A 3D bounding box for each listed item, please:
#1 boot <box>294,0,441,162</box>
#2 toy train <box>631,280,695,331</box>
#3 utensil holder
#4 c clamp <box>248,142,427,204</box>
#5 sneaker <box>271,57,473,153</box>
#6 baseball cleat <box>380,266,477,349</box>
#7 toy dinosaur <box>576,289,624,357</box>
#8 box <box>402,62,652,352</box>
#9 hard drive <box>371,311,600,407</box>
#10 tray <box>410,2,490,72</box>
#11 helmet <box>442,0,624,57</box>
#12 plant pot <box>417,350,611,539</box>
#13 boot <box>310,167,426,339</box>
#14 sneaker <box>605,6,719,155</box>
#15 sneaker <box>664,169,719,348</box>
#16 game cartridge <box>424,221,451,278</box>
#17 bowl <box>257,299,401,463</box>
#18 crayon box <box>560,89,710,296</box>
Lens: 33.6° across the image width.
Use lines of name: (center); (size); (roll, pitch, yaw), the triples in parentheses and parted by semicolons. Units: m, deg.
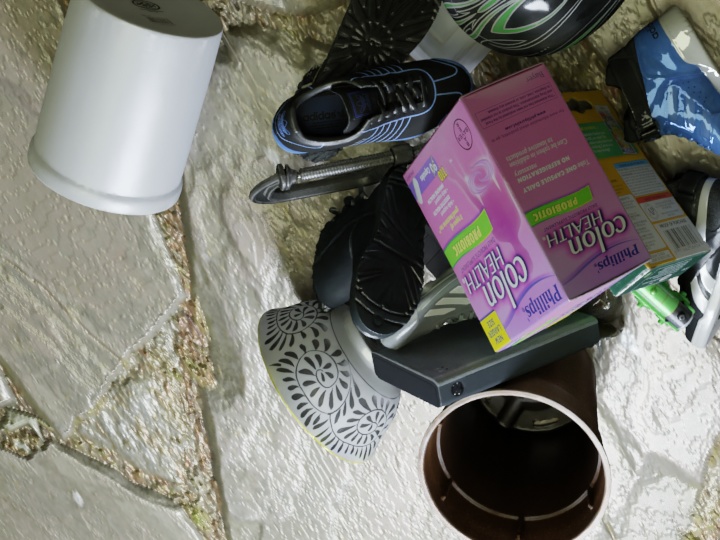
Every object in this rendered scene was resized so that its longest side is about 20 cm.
boot: (-0.002, -0.212, 1.205); (0.079, 0.158, 0.213); (33, 84, -7)
toy train: (0.259, -0.008, 1.195); (0.199, 0.056, 0.042); (39, 97, -7)
utensil holder: (-0.245, -0.189, 1.254); (0.168, 0.170, 0.202); (23, 116, 3)
c clamp: (-0.019, -0.104, 1.232); (0.197, 0.171, 0.027); (-13, 85, -7)
sneaker: (0.017, -0.150, 1.088); (0.197, 0.078, 0.071); (-18, 94, -10)
baseball cleat: (0.116, 0.034, 1.216); (0.200, 0.070, 0.107); (-41, 86, 8)
toy dinosaur: (0.234, 0.002, 1.269); (0.102, 0.077, 0.200); (-40, 105, 14)
box: (0.145, -0.052, 1.098); (0.202, 0.096, 0.176); (62, 158, 9)
hard drive: (0.129, 0.080, 1.239); (0.198, 0.139, 0.033); (-18, 106, -24)
tray: (0.053, -0.282, 1.210); (0.200, 0.022, 0.107); (42, 119, -7)
helmet: (0.160, -0.291, 1.093); (0.190, 0.200, 0.200); (-39, 101, 10)
plant pot: (0.177, 0.167, 1.293); (0.197, 0.199, 0.203); (6, 116, 12)
boot: (-0.001, 0.000, 1.229); (0.073, 0.201, 0.162); (24, 149, -21)
sneaker: (0.319, -0.144, 1.172); (0.111, 0.077, 0.201); (-34, 99, 20)
sneaker: (0.341, -0.020, 1.242); (0.111, 0.073, 0.202); (27, 134, 26)
game cartridge: (0.129, -0.074, 1.266); (0.130, 0.038, 0.200); (44, 118, 6)
bowl: (-0.014, 0.101, 1.318); (0.094, 0.201, 0.201); (-37, 102, 19)
crayon box: (0.240, -0.079, 1.160); (0.052, 0.125, 0.201); (-44, 68, 39)
